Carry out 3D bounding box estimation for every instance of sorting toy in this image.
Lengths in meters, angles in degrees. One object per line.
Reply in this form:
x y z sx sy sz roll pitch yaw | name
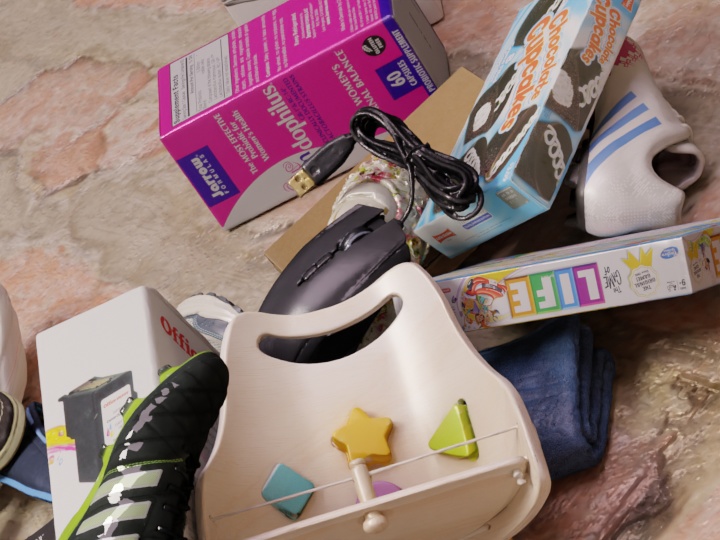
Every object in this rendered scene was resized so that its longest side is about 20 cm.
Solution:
-0.002 0.088 1.489 0.199 0.107 0.181 -17 64 4 | sorting toy

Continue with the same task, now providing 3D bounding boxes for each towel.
0.055 0.099 1.558 0.199 0.049 0.112 -19 36 23 | towel

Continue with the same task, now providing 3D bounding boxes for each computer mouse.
-0.025 -0.017 1.622 0.200 0.046 0.140 -50 46 6 | computer mouse

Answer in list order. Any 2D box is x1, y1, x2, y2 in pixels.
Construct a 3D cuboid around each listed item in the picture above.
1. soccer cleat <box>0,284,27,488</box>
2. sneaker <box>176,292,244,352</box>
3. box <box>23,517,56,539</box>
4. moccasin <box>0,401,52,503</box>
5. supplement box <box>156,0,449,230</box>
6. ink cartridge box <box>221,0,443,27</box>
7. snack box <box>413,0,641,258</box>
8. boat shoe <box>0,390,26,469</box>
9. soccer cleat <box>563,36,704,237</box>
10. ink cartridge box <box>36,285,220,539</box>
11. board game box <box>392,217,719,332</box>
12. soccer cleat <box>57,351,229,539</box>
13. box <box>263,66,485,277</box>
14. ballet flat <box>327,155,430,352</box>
-0.271 0.100 1.843 0.069 0.078 0.201 -8 59 15 | soccer cleat
-0.130 0.075 1.742 0.199 0.078 0.087 -10 41 49 | sneaker
-0.181 0.237 1.589 0.082 0.049 0.200 -35 32 -2 | box
-0.187 0.125 1.701 0.199 0.080 0.069 13 81 48 | moccasin
-0.043 -0.133 1.899 0.199 0.101 0.104 -26 34 14 | supplement box
-0.044 -0.253 1.966 0.145 0.200 0.084 -27 35 12 | ink cartridge box
0.113 -0.109 1.679 0.116 0.037 0.201 -28 31 54 | snack box
-0.312 0.101 1.765 0.199 0.065 0.074 1 68 42 | boat shoe
0.185 -0.086 1.680 0.086 0.070 0.200 3 38 10 | soccer cleat
-0.117 0.134 1.528 0.082 0.146 0.201 -24 50 15 | ink cartridge box
0.138 0.003 1.554 0.199 0.034 0.134 -11 3 33 | board game box
-0.119 0.138 1.395 0.081 0.068 0.200 29 77 21 | soccer cleat
0.038 -0.046 1.769 0.200 0.021 0.163 -44 32 -3 | box
0.000 0.000 1.673 0.075 0.064 0.201 -2 62 26 | ballet flat
